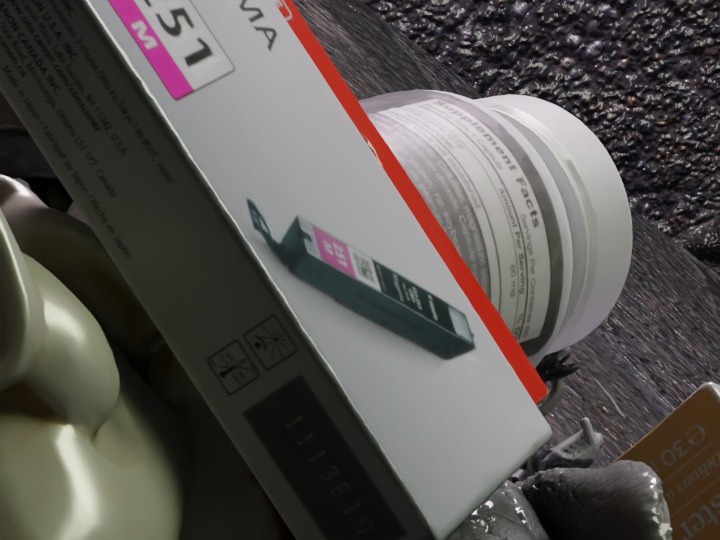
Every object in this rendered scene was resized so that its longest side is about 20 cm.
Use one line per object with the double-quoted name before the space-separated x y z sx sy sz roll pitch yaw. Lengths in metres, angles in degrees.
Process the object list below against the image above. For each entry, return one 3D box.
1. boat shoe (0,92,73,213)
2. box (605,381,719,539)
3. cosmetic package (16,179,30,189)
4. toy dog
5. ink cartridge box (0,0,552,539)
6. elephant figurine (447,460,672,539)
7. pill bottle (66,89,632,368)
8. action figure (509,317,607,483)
"boat shoe" -0.085 -0.038 1.024 0.072 0.066 0.201 5 -9 24
"box" 0.137 0.167 1.031 0.200 0.152 0.106 56 17 27
"cosmetic package" -0.188 -0.067 1.091 0.102 0.074 0.200 38 16 28
"toy dog" -0.084 0.058 0.831 0.194 0.140 0.200 43 8 18
"ink cartridge box" -0.013 -0.025 0.859 0.200 0.044 0.174 57 30 -1
"elephant figurine" 0.031 0.109 0.927 0.141 0.155 0.200 38 27 -40
"pill bottle" 0.000 0.000 1.004 0.114 0.114 0.200 44 32 22
"action figure" 0.047 0.031 1.189 0.200 0.102 0.119 59 6 2
